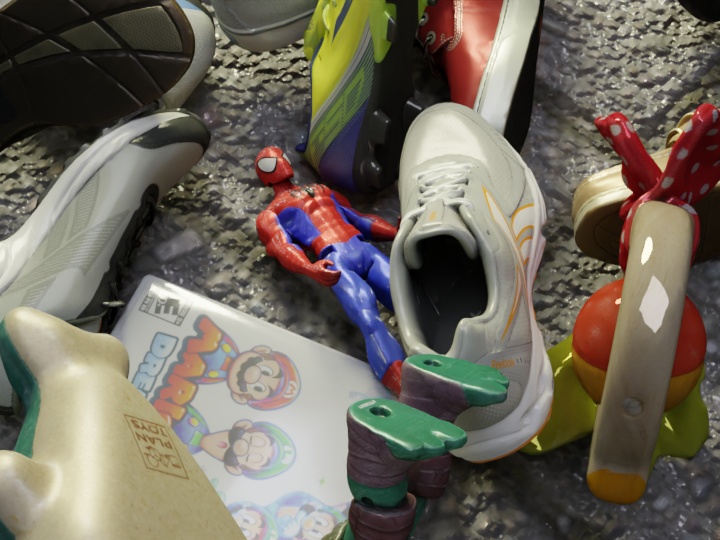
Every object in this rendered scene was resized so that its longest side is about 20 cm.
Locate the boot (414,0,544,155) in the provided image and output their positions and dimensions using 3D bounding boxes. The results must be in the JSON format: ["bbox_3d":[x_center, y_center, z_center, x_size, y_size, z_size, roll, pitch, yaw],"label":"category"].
[{"bbox_3d":[0.034,-0.138,0.941,0.143,0.073,0.202,5,56,8],"label":"boot"}]

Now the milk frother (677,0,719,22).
[{"bbox_3d":[0.245,-0.266,0.954,0.178,0.189,0.202,-9,59,-9],"label":"milk frother"}]

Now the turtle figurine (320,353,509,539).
[{"bbox_3d":[0.015,0.144,0.674,0.100,0.202,0.150,8,19,2],"label":"turtle figurine"}]

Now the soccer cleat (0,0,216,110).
[{"bbox_3d":[-0.183,-0.141,0.925,0.198,0.070,0.087,14,59,6],"label":"soccer cleat"}]

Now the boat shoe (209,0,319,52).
[{"bbox_3d":[0.002,-0.196,0.904,0.200,0.072,0.070,-29,56,-1],"label":"boat shoe"}]

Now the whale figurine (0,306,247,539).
[{"bbox_3d":[-0.123,0.115,0.719,0.104,0.159,0.201,-39,57,20],"label":"whale figurine"}]

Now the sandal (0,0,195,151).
[{"bbox_3d":[-0.175,-0.106,0.876,0.082,0.199,0.055,60,27,-11],"label":"sandal"}]

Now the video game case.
[{"bbox_3d":[-0.071,0.115,0.799,0.180,0.024,0.201,21,59,10],"label":"video game case"}]

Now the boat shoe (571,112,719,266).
[{"bbox_3d":[0.200,-0.054,0.894,0.198,0.074,0.070,-9,56,-20],"label":"boat shoe"}]

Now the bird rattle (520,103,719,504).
[{"bbox_3d":[0.142,0.021,0.767,0.112,0.202,0.163,18,27,2],"label":"bird rattle"}]

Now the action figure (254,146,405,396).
[{"bbox_3d":[0.000,0.000,0.850,0.065,0.052,0.200,-23,52,-26],"label":"action figure"}]

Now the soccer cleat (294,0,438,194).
[{"bbox_3d":[0.000,-0.140,0.870,0.083,0.202,0.064,24,28,33],"label":"soccer cleat"}]

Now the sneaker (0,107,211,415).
[{"bbox_3d":[-0.146,-0.005,0.849,0.079,0.074,0.200,39,70,9],"label":"sneaker"}]

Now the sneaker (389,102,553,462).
[{"bbox_3d":[0.048,-0.016,0.765,0.075,0.092,0.201,-18,50,13],"label":"sneaker"}]
